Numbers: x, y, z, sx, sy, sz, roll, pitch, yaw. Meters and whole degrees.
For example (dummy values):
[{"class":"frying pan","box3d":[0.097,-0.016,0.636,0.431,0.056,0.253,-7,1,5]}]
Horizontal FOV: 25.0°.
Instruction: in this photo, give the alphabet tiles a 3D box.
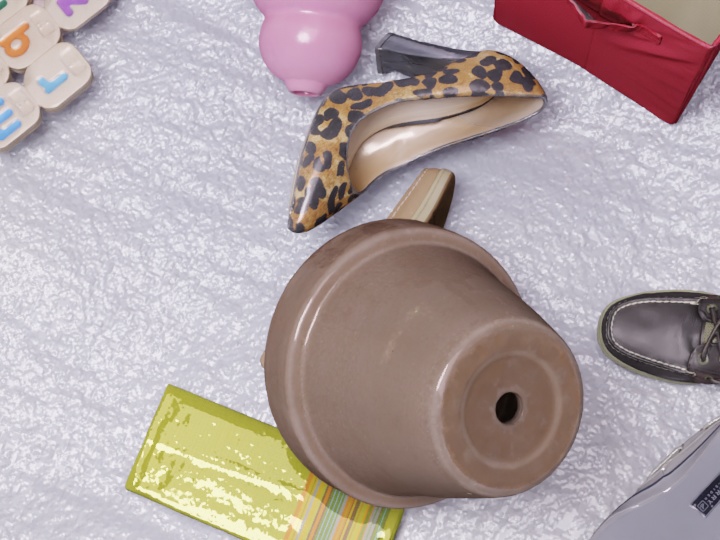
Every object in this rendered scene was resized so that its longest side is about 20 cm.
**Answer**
[{"class":"alphabet tiles","box3d":[-0.296,-0.190,1.240,0.195,0.015,0.200,-39,78,-6]}]

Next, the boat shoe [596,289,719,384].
[{"class":"boat shoe","box3d":[0.272,0.049,1.171,0.198,0.066,0.073,10,79,5]}]

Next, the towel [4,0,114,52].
[{"class":"towel","box3d":[-0.305,-0.249,1.276,0.190,0.032,0.201,-36,79,-5]}]

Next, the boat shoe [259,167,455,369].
[{"class":"boat shoe","box3d":[0.000,0.000,1.189,0.064,0.071,0.201,30,76,16]}]

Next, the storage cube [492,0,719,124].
[{"class":"storage cube","box3d":[0.209,-0.240,1.179,0.170,0.180,0.201,30,81,8]}]

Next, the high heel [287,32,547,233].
[{"class":"high heel","box3d":[0.041,-0.091,1.176,0.141,0.072,0.201,17,58,25]}]

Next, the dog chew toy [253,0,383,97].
[{"class":"dog chew toy","box3d":[-0.030,-0.232,1.221,0.123,0.125,0.203,5,86,3]}]

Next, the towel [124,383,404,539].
[{"class":"towel","box3d":[-0.067,0.158,1.188,0.198,0.018,0.087,21,74,8]}]

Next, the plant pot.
[{"class":"plant pot","box3d":[0.057,0.072,1.081,0.198,0.174,0.203,-3,98,-25]}]

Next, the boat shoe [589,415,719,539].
[{"class":"boat shoe","box3d":[0.232,0.160,1.149,0.072,0.066,0.201,40,103,7]}]
